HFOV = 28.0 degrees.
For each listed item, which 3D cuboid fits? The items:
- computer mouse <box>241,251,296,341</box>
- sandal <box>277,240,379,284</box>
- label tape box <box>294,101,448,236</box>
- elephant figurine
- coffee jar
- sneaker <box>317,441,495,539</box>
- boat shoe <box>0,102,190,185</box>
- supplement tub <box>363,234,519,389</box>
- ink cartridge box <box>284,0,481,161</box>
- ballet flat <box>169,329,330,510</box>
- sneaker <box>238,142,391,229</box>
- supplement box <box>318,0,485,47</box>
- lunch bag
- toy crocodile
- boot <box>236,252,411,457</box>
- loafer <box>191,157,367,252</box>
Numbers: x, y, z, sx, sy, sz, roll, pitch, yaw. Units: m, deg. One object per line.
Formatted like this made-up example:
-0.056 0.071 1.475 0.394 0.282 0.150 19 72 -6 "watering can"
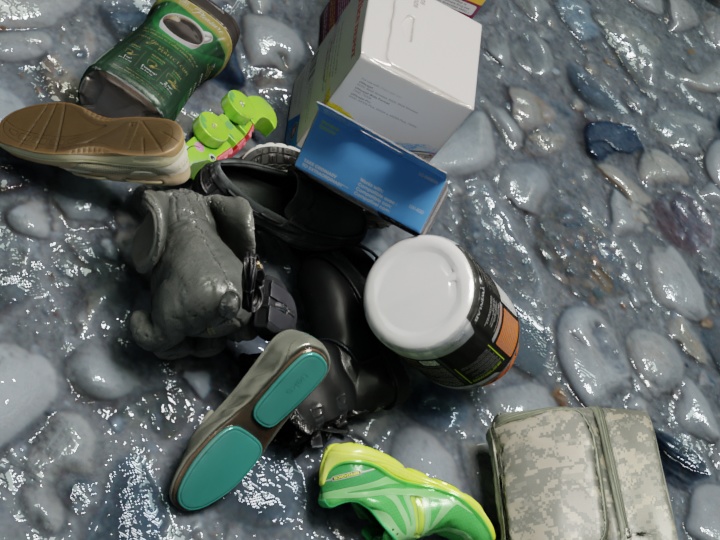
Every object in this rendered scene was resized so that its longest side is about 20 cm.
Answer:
-0.082 0.025 1.323 0.034 0.200 0.059 9 77 6 "computer mouse"
0.001 0.000 1.566 0.200 0.043 0.076 35 45 -6 "sandal"
0.012 -0.095 1.434 0.144 0.063 0.200 29 1 5 "label tape box"
-0.170 -0.025 1.390 0.141 0.155 0.201 26 49 -64 "elephant figurine"
-0.213 -0.224 1.563 0.104 0.085 0.200 35 46 -2 "coffee jar"
0.040 0.235 1.409 0.200 0.074 0.084 27 74 -20 "sneaker"
-0.266 -0.118 1.434 0.199 0.065 0.072 6 52 12 "boat shoe"
0.090 0.050 1.469 0.200 0.122 0.123 42 24 -62 "supplement tub"
0.023 -0.198 1.620 0.144 0.200 0.148 23 48 -18 "ink cartridge box"
-0.109 0.137 1.343 0.067 0.200 0.064 47 -7 -38 "ballet flat"
-0.043 -0.098 1.585 0.200 0.079 0.074 15 94 -20 "sneaker"
0.050 -0.318 1.728 0.131 0.200 0.103 19 48 -21 "supplement box"
0.215 0.241 1.470 0.167 0.139 0.200 5 53 -11 "lunch bag"
-0.152 -0.138 1.535 0.062 0.067 0.200 46 30 -5 "toy crocodile"
-0.053 0.082 1.451 0.162 0.073 0.199 -18 71 -39 "boot"
-0.075 -0.068 1.488 0.200 0.070 0.068 15 60 -27 "loafer"
